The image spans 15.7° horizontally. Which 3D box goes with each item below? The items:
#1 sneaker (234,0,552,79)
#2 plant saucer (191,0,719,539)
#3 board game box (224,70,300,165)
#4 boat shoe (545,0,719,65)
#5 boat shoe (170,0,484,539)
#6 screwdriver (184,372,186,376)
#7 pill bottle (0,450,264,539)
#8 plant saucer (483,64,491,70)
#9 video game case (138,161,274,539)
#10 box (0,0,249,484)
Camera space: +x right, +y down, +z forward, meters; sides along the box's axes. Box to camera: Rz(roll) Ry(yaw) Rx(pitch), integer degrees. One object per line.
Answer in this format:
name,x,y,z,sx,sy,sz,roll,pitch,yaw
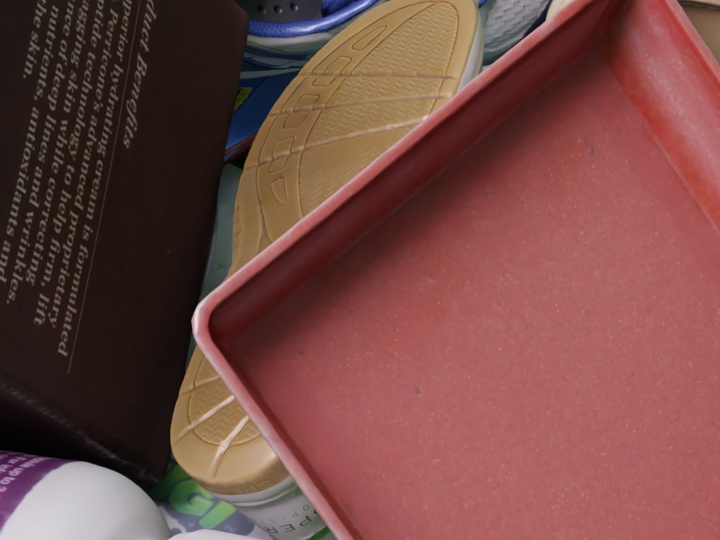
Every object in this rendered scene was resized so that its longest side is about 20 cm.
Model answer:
sneaker,0.004,-0.102,0.932,0.200,0.075,0.088,-12,-1,-28
plant saucer,0.067,0.040,0.774,0.200,0.200,0.037,-40,9,-29
board game box,-0.060,-0.093,0.972,0.200,0.019,0.103,-33,79,-37
boat shoe,0.155,-0.053,0.854,0.200,0.071,0.065,15,40,-21
boat shoe,0.000,0.000,0.828,0.071,0.069,0.200,-2,51,35
screwdriver,-0.023,0.041,0.845,0.200,0.028,0.029,5,73,12
pill bottle,-0.121,0.106,0.758,0.200,0.112,0.112,6,45,20
plant saucer,0.077,-0.029,0.902,0.201,0.039,0.201,-2,37,1
video game case,-0.056,0.041,0.884,0.200,0.024,0.182,25,53,33
box,-0.156,-0.043,0.783,0.164,0.200,0.166,2,71,22
